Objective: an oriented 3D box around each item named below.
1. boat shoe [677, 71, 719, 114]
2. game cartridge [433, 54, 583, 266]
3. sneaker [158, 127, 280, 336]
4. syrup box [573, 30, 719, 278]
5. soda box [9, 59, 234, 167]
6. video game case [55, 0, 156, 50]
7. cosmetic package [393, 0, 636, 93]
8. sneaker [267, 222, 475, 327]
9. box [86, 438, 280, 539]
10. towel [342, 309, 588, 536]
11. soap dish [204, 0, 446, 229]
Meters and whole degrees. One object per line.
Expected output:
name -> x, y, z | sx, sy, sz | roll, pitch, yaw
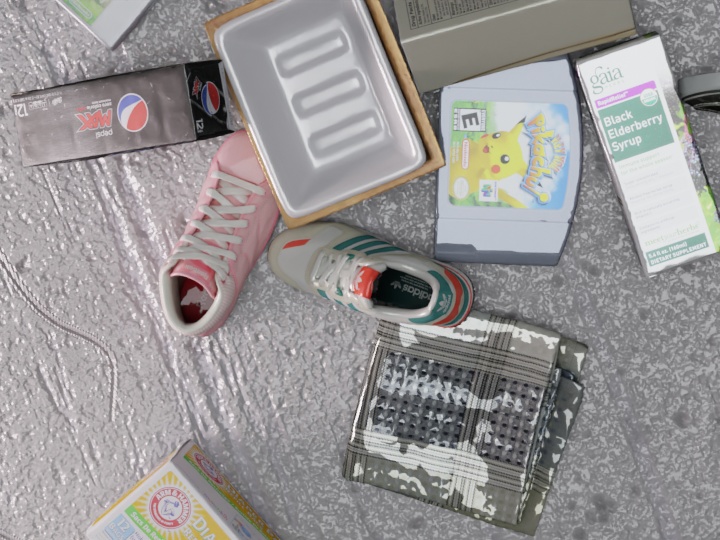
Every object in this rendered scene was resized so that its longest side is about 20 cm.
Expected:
boat shoe -> 0.377, -0.138, 1.680 | 0.199, 0.071, 0.064 | 5, 88, 4
game cartridge -> 0.134, -0.105, 1.731 | 0.132, 0.040, 0.202 | 1, 97, 2
sneaker -> -0.125, -0.030, 1.732 | 0.075, 0.105, 0.201 | 21, 97, 5
syrup box -> 0.256, -0.104, 1.695 | 0.078, 0.081, 0.201 | -19, 96, 7
soda box -> -0.214, -0.139, 1.712 | 0.199, 0.063, 0.071 | -6, 96, 31
video game case -> -0.242, -0.335, 1.749 | 0.200, 0.022, 0.182 | 42, 99, 0
cosmetic package -> 0.131, -0.237, 1.674 | 0.199, 0.073, 0.104 | -14, 51, 9
sneaker -> 0.000, 0.001, 1.711 | 0.199, 0.093, 0.071 | 18, 93, 18
box -> -0.140, 0.271, 1.769 | 0.112, 0.101, 0.200 | -42, 91, 9
towel -> 0.097, 0.131, 1.762 | 0.199, 0.035, 0.194 | 15, 98, 3
soap dish -> -0.029, -0.158, 1.712 | 0.157, 0.081, 0.201 | -22, 94, 14
